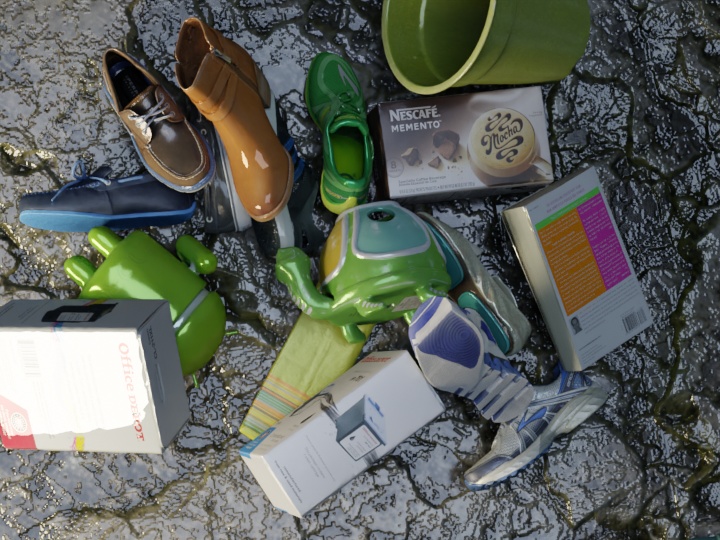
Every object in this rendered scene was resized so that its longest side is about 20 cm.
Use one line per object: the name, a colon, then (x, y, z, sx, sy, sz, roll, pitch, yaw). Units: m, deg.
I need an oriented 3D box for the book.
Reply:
book: (0.256, -0.003, 1.756, 0.133, 0.048, 0.202, -27, 99, -32)

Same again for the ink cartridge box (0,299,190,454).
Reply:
ink cartridge box: (-0.294, 0.112, 1.624, 0.197, 0.083, 0.148, 0, 112, 19)

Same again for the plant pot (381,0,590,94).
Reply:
plant pot: (0.157, -0.289, 1.729, 0.188, 0.199, 0.203, 5, 83, -36)

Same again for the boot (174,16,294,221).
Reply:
boot: (-0.143, -0.163, 1.635, 0.073, 0.155, 0.202, -22, 63, 16)

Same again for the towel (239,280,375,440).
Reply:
towel: (-0.058, 0.117, 1.753, 0.085, 0.018, 0.202, 30, 80, -9)

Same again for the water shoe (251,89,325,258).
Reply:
water shoe: (-0.091, -0.113, 1.756, 0.078, 0.071, 0.203, -3, 82, -36)

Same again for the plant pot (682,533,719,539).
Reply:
plant pot: (0.316, 0.399, 1.692, 0.185, 0.200, 0.203, -3, 84, 8)

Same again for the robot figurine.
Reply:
robot figurine: (-0.234, 0.037, 1.686, 0.199, 0.116, 0.176, 39, 87, -2)

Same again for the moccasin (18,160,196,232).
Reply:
moccasin: (-0.288, -0.084, 1.719, 0.197, 0.080, 0.069, -2, 77, -19)

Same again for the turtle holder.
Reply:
turtle holder: (0.005, 0.002, 1.712, 0.183, 0.141, 0.133, -17, 73, 7)

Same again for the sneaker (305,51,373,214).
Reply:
sneaker: (-0.015, -0.165, 1.740, 0.073, 0.084, 0.203, -2, 67, -19)

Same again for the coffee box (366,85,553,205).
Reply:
coffee box: (0.114, -0.143, 1.767, 0.197, 0.080, 0.115, -6, 85, -9)

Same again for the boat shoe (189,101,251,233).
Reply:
boat shoe: (-0.173, -0.140, 1.738, 0.056, 0.069, 0.203, -14, 88, -8)

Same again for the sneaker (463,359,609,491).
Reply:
sneaker: (0.188, 0.177, 1.757, 0.199, 0.077, 0.085, -36, 80, -17)

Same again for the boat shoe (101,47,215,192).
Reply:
boat shoe: (-0.235, -0.169, 1.693, 0.072, 0.073, 0.200, -39, 65, -7)

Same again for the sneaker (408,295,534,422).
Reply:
sneaker: (0.105, 0.084, 1.692, 0.080, 0.115, 0.199, -42, 133, 6)

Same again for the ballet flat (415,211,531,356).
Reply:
ballet flat: (0.129, 0.010, 1.773, 0.062, 0.067, 0.201, -36, 93, -39)

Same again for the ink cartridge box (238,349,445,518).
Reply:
ink cartridge box: (-0.022, 0.177, 1.673, 0.199, 0.146, 0.086, -37, 95, -15)
